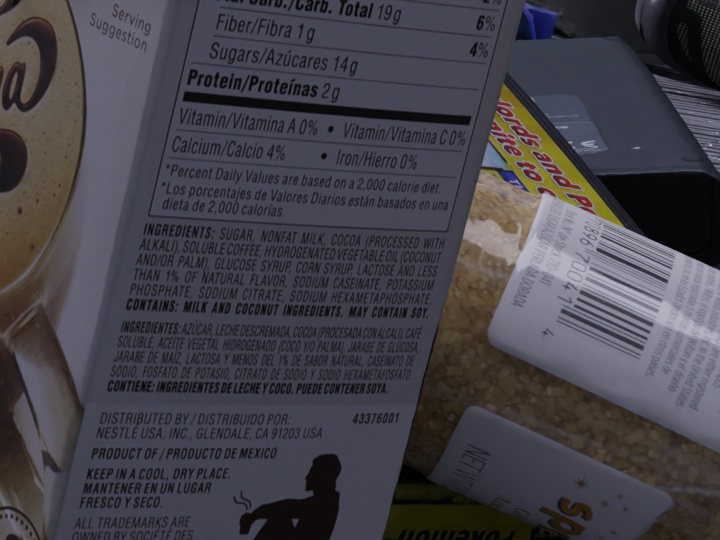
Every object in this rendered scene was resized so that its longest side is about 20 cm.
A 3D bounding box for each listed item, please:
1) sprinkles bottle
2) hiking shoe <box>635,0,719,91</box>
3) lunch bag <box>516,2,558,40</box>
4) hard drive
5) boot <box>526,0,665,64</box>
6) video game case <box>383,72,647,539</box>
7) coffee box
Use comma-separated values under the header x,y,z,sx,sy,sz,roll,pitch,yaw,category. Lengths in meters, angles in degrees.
x,y,z,sx,sy,sz,roll,pitch,yaw,category
0.071,0.033,0.611,0.199,0.068,0.068,24,15,0,sprinkles bottle
0.219,-0.094,1.280,0.199,0.076,0.101,15,11,-1,hiking shoe
-0.006,-0.143,1.258,0.199,0.094,0.151,21,10,-10,lunch bag
0.030,-0.038,0.914,0.139,0.033,0.200,-3,16,-2,hard drive
0.125,-0.154,1.432,0.199,0.070,0.174,19,16,27,boot
0.000,0.000,0.713,0.180,0.026,0.200,4,34,-33,video game case
-0.041,-0.029,0.540,0.080,0.201,0.113,2,18,-39,coffee box
